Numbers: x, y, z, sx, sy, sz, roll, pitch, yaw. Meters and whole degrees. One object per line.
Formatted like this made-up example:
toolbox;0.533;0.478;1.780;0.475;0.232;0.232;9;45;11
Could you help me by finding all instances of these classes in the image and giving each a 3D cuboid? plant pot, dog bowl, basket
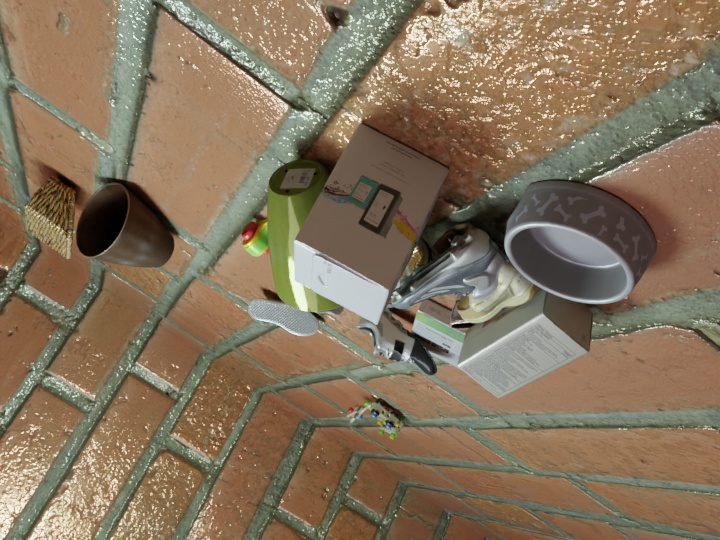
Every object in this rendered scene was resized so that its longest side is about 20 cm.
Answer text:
plant pot;-0.562;-0.087;1.714;0.184;0.191;0.199;12;167;36
dog bowl;0.278;-0.029;0.905;0.196;0.060;0.201;25;158;11
basket;-0.820;-0.150;1.909;0.148;0.144;0.200;35;152;-9
plant pot;-0.079;-0.073;1.139;0.184;0.188;0.203;16;140;30

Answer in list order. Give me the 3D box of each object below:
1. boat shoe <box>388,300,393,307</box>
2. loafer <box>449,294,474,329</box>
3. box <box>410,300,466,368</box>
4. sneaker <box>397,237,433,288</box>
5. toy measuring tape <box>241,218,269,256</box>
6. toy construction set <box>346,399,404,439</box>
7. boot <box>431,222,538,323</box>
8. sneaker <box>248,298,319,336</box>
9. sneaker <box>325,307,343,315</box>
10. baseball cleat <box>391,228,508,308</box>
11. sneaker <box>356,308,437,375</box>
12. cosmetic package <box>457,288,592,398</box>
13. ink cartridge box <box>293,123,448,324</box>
boat shoe;0.000;0.000;1.309;0.196;0.077;0.072;23;155;-7
loafer;0.242;0.089;1.194;0.197;0.064;0.072;9;151;42
box;0.175;0.135;1.420;0.142;0.037;0.201;27;159;9
sneaker;0.087;-0.018;1.152;0.085;0.078;0.200;-10;171;-17
toy measuring tape;-0.190;-0.067;1.397;0.073;0.075;0.198;39;157;-25
toy construction set;0.058;0.471;2.226;0.196;0.094;0.131;25;161;-18
boot;0.171;0.005;1.092;0.154;0.074;0.200;34;156;-11
sneaker;-0.192;0.114;1.816;0.195;0.076;0.082;20;-173;11
sneaker;-0.117;0.043;1.498;0.116;0.075;0.200;21;171;23
baseball cleat;0.129;0.022;1.007;0.106;0.070;0.199;39;136;-13
sneaker;0.072;0.163;1.460;0.199;0.088;0.074;43;161;15
cosmetic package;0.258;0.109;1.096;0.103;0.088;0.199;38;136;-13
ink cartridge box;0.011;-0.061;0.978;0.143;0.203;0.147;26;159;5
